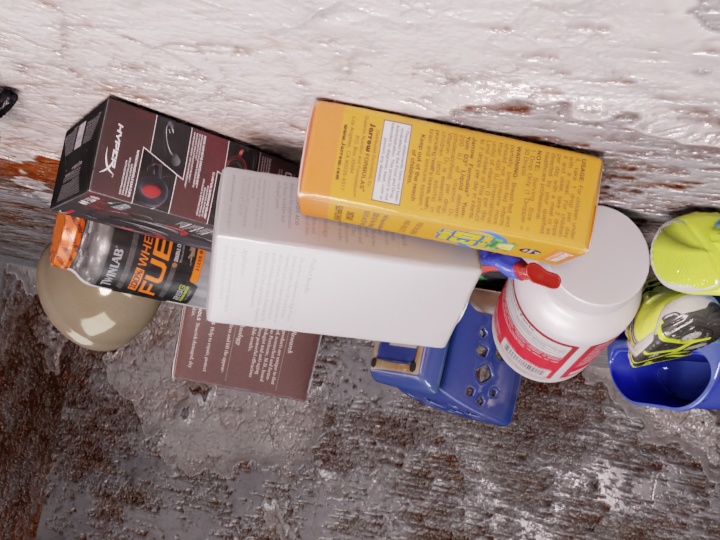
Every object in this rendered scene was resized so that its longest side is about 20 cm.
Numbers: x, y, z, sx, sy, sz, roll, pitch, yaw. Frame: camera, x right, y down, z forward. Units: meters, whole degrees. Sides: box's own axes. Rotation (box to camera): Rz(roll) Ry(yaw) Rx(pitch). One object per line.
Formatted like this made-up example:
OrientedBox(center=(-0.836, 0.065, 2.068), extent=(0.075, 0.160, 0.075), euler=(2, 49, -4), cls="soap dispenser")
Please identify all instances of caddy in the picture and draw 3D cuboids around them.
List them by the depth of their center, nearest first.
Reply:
OrientedBox(center=(0.367, 0.089, 0.888), extent=(0.102, 0.146, 0.199), euler=(7, 173, -17), cls="caddy")

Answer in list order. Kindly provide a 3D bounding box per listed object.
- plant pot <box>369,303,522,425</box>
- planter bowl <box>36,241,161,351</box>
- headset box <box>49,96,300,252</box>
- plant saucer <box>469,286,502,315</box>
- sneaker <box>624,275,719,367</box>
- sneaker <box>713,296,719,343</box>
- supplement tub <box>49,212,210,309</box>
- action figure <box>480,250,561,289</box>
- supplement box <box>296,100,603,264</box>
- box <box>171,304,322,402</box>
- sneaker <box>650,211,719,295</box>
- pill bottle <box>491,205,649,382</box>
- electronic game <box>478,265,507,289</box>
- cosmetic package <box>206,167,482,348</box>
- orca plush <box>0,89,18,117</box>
OrientedBox(center=(0.132, 0.114, 1.192), extent=(0.177, 0.205, 0.198), euler=(21, 169, -29), cls="plant pot")
OrientedBox(center=(-0.385, 0.006, 1.194), extent=(0.133, 0.205, 0.198), euler=(-27, 152, 30), cls="planter bowl")
OrientedBox(center=(-0.151, -0.069, 0.662), extent=(0.196, 0.077, 0.147), euler=(15, 170, -33), cls="headset box")
OrientedBox(center=(0.222, 0.048, 0.944), extent=(0.194, 0.033, 0.200), euler=(8, -178, 0), cls="plant saucer")
OrientedBox(center=(0.264, 0.039, 0.675), extent=(0.073, 0.079, 0.200), euler=(-13, 166, 6), cls="sneaker")
OrientedBox(center=(0.344, 0.025, 0.693), extent=(0.079, 0.079, 0.200), euler=(-15, -176, -2), cls="sneaker")
OrientedBox(center=(-0.249, -0.032, 0.883), extent=(0.196, 0.126, 0.122), euler=(13, 172, -28), cls="supplement tub")
OrientedBox(center=(0.100, -0.029, 0.642), extent=(0.051, 0.067, 0.199), euler=(25, 176, -23), cls="action figure")
OrientedBox(center=(0.057, -0.056, 0.512), extent=(0.194, 0.071, 0.067), euler=(9, 173, -2), cls="supplement box")
OrientedBox(center=(-0.157, 0.062, 1.098), extent=(0.194, 0.168, 0.167), euler=(11, -160, -10), cls="box")
OrientedBox(center=(0.311, -0.012, 0.531), extent=(0.103, 0.078, 0.198), euler=(0, -173, -34), cls="sneaker")
OrientedBox(center=(0.187, 0.024, 0.687), extent=(0.109, 0.115, 0.201), euler=(9, 159, 4), cls="pill bottle")
OrientedBox(center=(0.211, 0.009, 0.878), extent=(0.194, 0.043, 0.200), euler=(10, 173, 1), cls="electronic game")
OrientedBox(center=(-0.016, -0.007, 0.581), extent=(0.194, 0.075, 0.103), euler=(7, 139, -12), cls="cosmetic package")
OrientedBox(center=(-0.298, -0.129, 0.569), extent=(0.070, 0.106, 0.200), euler=(-35, 178, -15), cls="orca plush")
